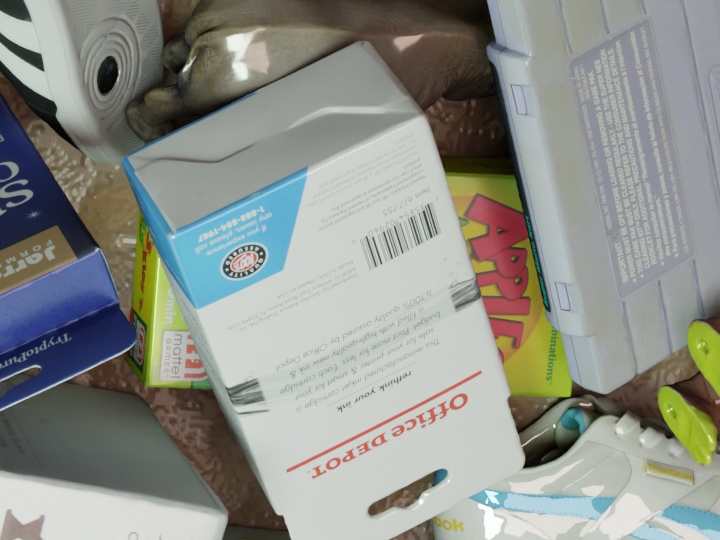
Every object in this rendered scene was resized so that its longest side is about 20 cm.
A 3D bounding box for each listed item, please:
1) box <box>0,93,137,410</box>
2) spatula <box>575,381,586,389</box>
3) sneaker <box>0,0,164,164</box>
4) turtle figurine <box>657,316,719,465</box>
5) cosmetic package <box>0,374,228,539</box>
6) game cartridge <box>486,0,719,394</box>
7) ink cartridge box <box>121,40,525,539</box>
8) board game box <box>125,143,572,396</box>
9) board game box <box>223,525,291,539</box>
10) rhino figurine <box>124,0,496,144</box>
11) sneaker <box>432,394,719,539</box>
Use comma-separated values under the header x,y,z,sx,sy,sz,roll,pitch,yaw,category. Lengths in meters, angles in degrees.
x,y,z,sx,sy,sz,roll,pitch,yaw,category
-0.171,-0.003,1.079,0.121,0.200,0.033,-25,124,-10,box
0.164,-0.015,1.257,0.200,0.021,0.057,-45,112,-23,spatula
-0.159,-0.128,1.129,0.073,0.111,0.201,-62,149,-30,sneaker
0.219,0.024,1.219,0.160,0.200,0.065,-17,74,-23,turtle figurine
-0.182,0.134,1.125,0.199,0.165,0.166,11,100,-19,cosmetic package
0.123,-0.059,1.180,0.129,0.038,0.201,-26,119,-22,game cartridge
-0.011,0.020,1.134,0.115,0.068,0.201,-25,129,-9,ink cartridge box
0.000,0.000,1.212,0.199,0.048,0.102,2,101,-17,board game box
-0.053,0.230,1.196,0.064,0.148,0.201,8,100,-17,board game box
0.003,-0.088,1.164,0.199,0.087,0.060,-2,74,-30,rhino figurine
0.130,0.099,1.260,0.199,0.076,0.081,-9,103,-17,sneaker
